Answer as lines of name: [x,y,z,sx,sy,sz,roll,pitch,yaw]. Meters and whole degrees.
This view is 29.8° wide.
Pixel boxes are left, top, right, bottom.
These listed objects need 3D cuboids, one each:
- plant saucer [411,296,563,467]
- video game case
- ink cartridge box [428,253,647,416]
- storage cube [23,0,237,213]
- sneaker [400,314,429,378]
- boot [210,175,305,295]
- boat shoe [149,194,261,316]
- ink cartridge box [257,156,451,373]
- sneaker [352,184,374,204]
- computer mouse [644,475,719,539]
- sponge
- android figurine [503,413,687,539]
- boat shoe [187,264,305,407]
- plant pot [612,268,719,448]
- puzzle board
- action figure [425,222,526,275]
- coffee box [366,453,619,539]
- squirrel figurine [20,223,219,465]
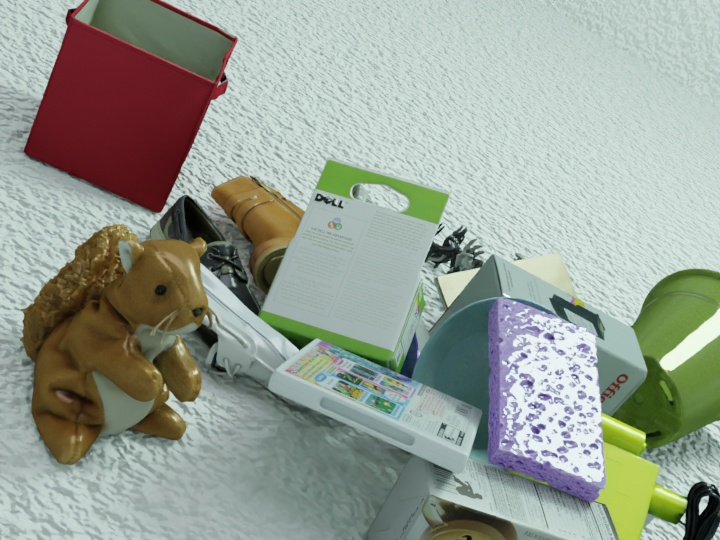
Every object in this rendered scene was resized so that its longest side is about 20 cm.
plant saucer: [0.138,0.125,1.390,0.200,0.202,0.039,19,-1,-18]
video game case: [0.020,0.119,1.238,0.181,0.024,0.200,23,8,6]
ink cartridge box: [0.188,0.096,1.480,0.199,0.146,0.083,27,29,-20]
storage cube: [-0.266,-0.207,1.575,0.199,0.180,0.171,23,27,-8]
sneaker: [-0.006,0.074,1.463,0.145,0.081,0.201,2,45,-12]
boot: [-0.111,-0.051,1.548,0.155,0.077,0.200,43,24,15]
boat shoe: [-0.160,-0.005,1.445,0.072,0.065,0.200,4,36,-42]
ink cartridge box: [0.000,0.000,1.412,0.147,0.076,0.201,17,67,14]
sneaker: [-0.001,-0.053,1.580,0.088,0.076,0.200,49,13,-15]
computer mouse: [0.275,0.235,1.415,0.199,0.110,0.044,28,17,19]
sponge: [0.175,0.119,1.289,0.111,0.030,0.201,21,42,-13]
android figurine: [0.222,0.226,1.345,0.199,0.041,0.183,25,62,0]
boat shoe: [-0.128,0.075,1.345,0.200,0.074,0.065,40,60,8]
plant pot: [0.376,0.123,1.632,0.200,0.201,0.190,40,42,23]
puzzle board: [0.187,0.064,1.605,0.199,0.017,0.152,-11,75,-35]
action figure: [0.147,0.011,1.675,0.119,0.102,0.200,18,24,-44]
coffee box: [0.120,0.246,1.214,0.199,0.113,0.080,21,25,-17]
squirrel figurine: [-0.213,0.036,1.183,0.141,0.187,0.200,-1,38,-44]
